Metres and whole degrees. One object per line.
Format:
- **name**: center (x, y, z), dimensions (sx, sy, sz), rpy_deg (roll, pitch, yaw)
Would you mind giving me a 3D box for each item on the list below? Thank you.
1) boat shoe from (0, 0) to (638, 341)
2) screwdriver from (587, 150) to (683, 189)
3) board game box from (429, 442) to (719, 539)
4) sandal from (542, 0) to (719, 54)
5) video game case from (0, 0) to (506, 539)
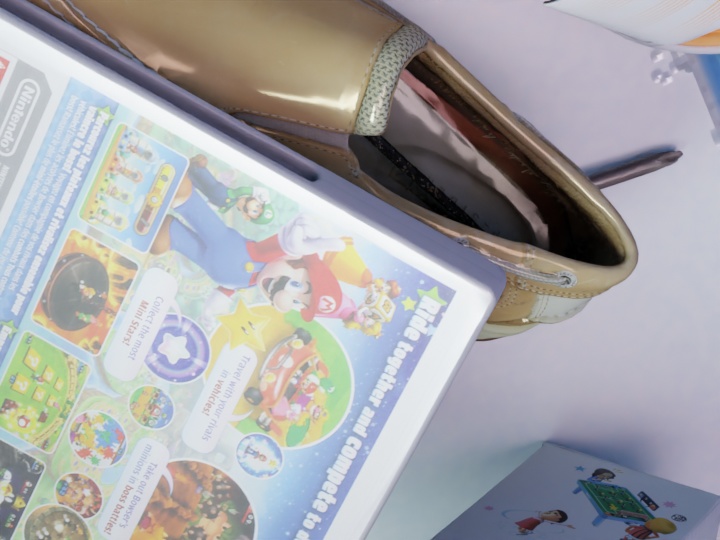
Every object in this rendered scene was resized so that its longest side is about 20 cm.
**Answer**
- **boat shoe**: center (-0.010, -0.051, 0.731), dimensions (0.200, 0.076, 0.072), rpy_deg (29, 72, -23)
- **screwdriver**: center (0.000, 0.000, 0.802), dimensions (0.199, 0.028, 0.029), rpy_deg (-16, 146, -15)
- **board game box**: center (0.029, 0.155, 0.779), dimensions (0.064, 0.200, 0.148), rpy_deg (15, 114, 25)
- **sandal**: center (0.060, -0.103, 0.735), dimensions (0.206, 0.059, 0.079), rpy_deg (23, 111, -32)
- **video game case**: center (-0.080, 0.010, 0.723), dimensions (0.199, 0.018, 0.144), rpy_deg (29, 117, 3)
